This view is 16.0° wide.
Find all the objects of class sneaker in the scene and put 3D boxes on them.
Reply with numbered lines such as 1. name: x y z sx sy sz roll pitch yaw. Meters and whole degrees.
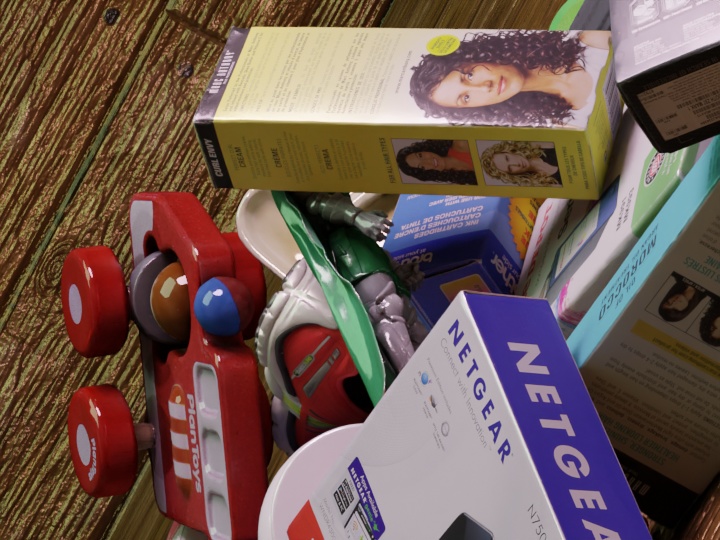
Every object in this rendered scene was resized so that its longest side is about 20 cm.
1. sneaker: -0.002 0.071 1.417 0.077 0.085 0.200 -54 -24 -15

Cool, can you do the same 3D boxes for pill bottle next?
1. pill bottle: 0.006 0.144 1.350 0.116 0.115 0.200 -64 -7 -11

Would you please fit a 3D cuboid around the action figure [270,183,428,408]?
1. action figure: 0.000 0.000 1.282 0.055 0.200 0.118 -33 -32 3

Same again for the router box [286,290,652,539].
1. router box: 0.052 0.141 1.120 0.180 0.049 0.200 -56 42 38

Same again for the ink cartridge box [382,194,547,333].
1. ink cartridge box: 0.081 0.004 1.387 0.076 0.137 0.200 -14 37 33

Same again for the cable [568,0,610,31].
1. cable: 0.190 -0.151 1.278 0.051 0.163 0.200 57 140 29

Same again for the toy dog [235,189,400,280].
1. toy dog: 0.048 0.000 1.543 0.140 0.194 0.200 -45 -22 1

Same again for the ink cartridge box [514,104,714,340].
1. ink cartridge box: 0.151 -0.019 1.241 0.200 0.087 0.146 -56 11 48

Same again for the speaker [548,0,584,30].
1. speaker: 0.161 -0.125 1.532 0.089 0.088 0.200 -61 8 7

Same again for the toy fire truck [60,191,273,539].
1. toy fire truck: -0.094 0.055 1.480 0.168 0.112 0.201 -172 78 -65

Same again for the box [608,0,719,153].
1. box: 0.198 -0.148 1.061 0.199 0.051 0.158 -21 42 20

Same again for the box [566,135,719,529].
1. box: 0.155 0.015 1.118 0.200 0.082 0.049 -56 8 32

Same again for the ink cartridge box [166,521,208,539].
1. ink cartridge box: -0.063 0.234 1.509 0.200 0.146 0.083 -74 9 -57

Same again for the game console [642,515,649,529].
1. game console: 0.076 0.179 1.254 0.177 0.031 0.200 -61 8 3

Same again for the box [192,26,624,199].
1. box: 0.024 -0.078 1.254 0.050 0.199 0.075 74 -155 -43
